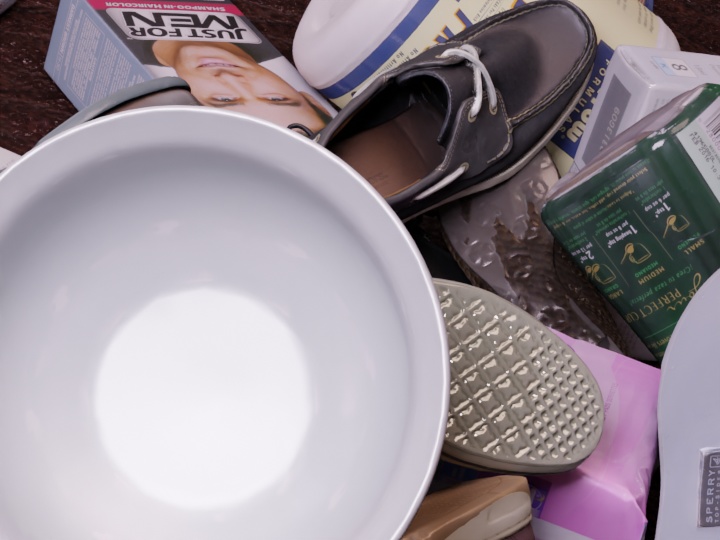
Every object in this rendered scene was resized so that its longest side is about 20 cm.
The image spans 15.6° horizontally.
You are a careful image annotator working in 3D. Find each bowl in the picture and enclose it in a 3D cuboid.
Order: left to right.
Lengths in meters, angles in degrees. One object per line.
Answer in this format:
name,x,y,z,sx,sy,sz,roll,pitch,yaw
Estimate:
bowl,-0.064,0.045,0.990,0.200,0.202,0.090,21,-7,7

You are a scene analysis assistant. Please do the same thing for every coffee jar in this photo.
coffee jar,0.181,0.019,1.234,0.201,0.104,0.085,55,41,-3

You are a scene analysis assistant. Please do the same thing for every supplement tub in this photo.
supplement tub,0.079,-0.107,1.398,0.200,0.145,0.145,37,23,-14

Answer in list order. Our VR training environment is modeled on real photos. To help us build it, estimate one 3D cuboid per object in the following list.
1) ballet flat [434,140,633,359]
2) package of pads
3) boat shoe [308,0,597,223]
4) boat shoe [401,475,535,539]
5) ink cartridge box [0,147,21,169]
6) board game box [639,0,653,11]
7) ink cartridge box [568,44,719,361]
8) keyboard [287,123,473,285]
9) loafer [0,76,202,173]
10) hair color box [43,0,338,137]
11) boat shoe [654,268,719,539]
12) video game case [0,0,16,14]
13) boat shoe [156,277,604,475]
ballet flat,0.090,0.008,1.289,0.067,0.046,0.201,-26,62,0
package of pads,0.040,0.066,1.174,0.199,0.076,0.121,21,28,6
boat shoe,0.044,-0.075,1.263,0.200,0.068,0.072,-33,79,-26
boat shoe,0.001,0.143,1.015,0.199,0.065,0.072,-27,6,-41
ink cartridge box,-0.158,0.006,1.174,0.199,0.068,0.116,23,29,9
board game box,0.077,-0.172,1.577,0.135,0.035,0.200,4,0,28
ink cartridge box,0.197,-0.029,1.356,0.199,0.161,0.047,3,31,-27
keyboard,0.000,0.000,1.291,0.199,0.040,0.104,33,43,-10
loafer,-0.127,-0.020,1.113,0.063,0.072,0.200,47,44,10
hair color box,-0.082,-0.084,1.402,0.098,0.061,0.200,-1,33,-34
boat shoe,0.174,0.094,1.142,0.074,0.086,0.203,-5,56,23
video game case,-0.312,-0.163,1.454,0.199,0.023,0.182,21,27,7
boat shoe,0.005,0.040,1.088,0.199,0.075,0.062,14,-18,-10
